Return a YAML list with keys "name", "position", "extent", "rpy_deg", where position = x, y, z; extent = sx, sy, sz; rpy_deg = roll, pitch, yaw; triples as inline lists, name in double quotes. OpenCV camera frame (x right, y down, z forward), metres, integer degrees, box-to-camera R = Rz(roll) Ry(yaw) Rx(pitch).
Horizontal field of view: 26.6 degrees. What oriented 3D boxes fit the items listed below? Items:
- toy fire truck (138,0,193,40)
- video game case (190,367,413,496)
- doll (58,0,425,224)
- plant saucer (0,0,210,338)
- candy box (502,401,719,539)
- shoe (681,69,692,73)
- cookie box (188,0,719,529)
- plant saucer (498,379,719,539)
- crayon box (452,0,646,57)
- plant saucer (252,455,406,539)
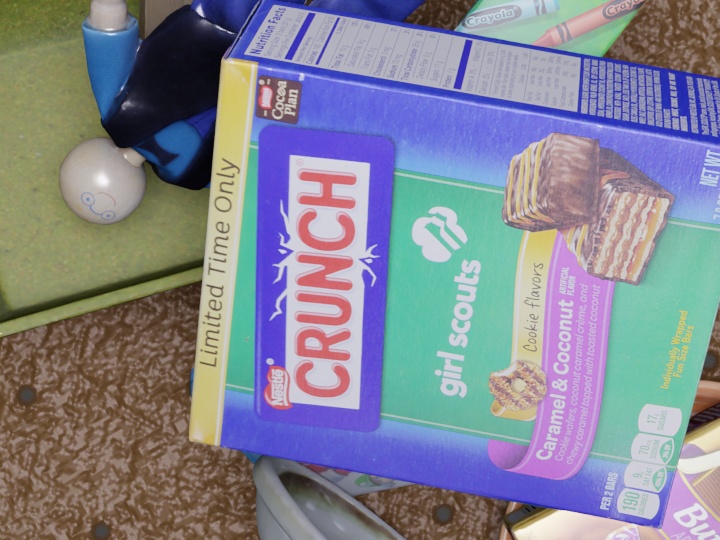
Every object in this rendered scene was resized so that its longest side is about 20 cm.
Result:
- name: "toy fire truck"
  position: [-0.037, -0.173, 0.754]
  extent: [0.175, 0.129, 0.202]
  rpy_deg: [13, 85, -1]
- name: "video game case"
  position: [0.036, 0.064, 0.735]
  extent: [0.198, 0.143, 0.018]
  rpy_deg: [-13, 57, 14]
- name: "doll"
  position: [-0.060, -0.089, 0.657]
  extent: [0.200, 0.049, 0.136]
  rpy_deg: [-38, 131, 24]
- name: "plant saucer"
  position: [-0.125, -0.064, 0.753]
  extent: [0.199, 0.048, 0.201]
  rpy_deg: [-16, 64, -21]
- name: "candy box"
  position: [0.185, 0.131, 0.758]
  extent: [0.199, 0.056, 0.117]
  rpy_deg: [-28, 89, -2]
- name: "shoe"
  position: [0.147, -0.048, 0.743]
  extent: [0.053, 0.200, 0.070]
  rpy_deg: [47, 126, 0]
- name: "cookie box"
  position: [0.039, -0.002, 0.611]
  extent: [0.198, 0.075, 0.172]
  rpy_deg: [10, 117, 5]
- name: "plant saucer"
  position: [0.169, 0.158, 0.802]
  extent: [0.198, 0.037, 0.202]
  rpy_deg: [0, 89, -1]
- name: "crayon box"
  position: [0.084, -0.117, 0.724]
  extent: [0.058, 0.200, 0.119]
  rpy_deg: [38, 89, -1]
- name: "plant saucer"
  position: [0.016, 0.167, 0.704]
  extent: [0.200, 0.200, 0.050]
  rpy_deg: [41, 91, 0]
